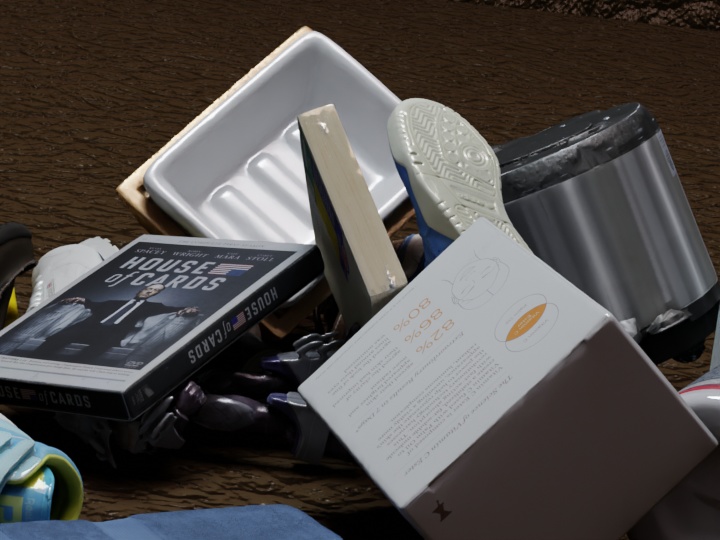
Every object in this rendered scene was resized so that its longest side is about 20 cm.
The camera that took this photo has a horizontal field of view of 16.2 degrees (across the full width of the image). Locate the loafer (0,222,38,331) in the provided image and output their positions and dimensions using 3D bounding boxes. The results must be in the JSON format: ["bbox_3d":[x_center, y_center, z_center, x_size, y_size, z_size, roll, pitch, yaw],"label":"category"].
[{"bbox_3d":[-0.264,0.033,1.639,0.073,0.071,0.200,-26,12,31],"label":"loafer"}]

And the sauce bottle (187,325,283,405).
[{"bbox_3d":[-0.108,0.041,1.694,0.065,0.065,0.200,-1,16,-28],"label":"sauce bottle"}]

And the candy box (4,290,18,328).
[{"bbox_3d":[-0.332,0.030,1.715,0.200,0.026,0.102,3,19,-12],"label":"candy box"}]

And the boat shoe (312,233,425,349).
[{"bbox_3d":[0.007,0.033,1.790,0.072,0.072,0.200,-9,15,20],"label":"boat shoe"}]

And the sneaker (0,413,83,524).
[{"bbox_3d":[-0.233,0.115,1.320,0.200,0.080,0.130,-8,17,-42],"label":"sneaker"}]

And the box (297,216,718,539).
[{"bbox_3d":[0.076,0.080,1.401,0.106,0.152,0.200,48,-1,-24],"label":"box"}]

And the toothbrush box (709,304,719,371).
[{"bbox_3d":[0.311,0.038,1.631,0.146,0.200,0.085,14,15,30],"label":"toothbrush box"}]

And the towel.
[{"bbox_3d":[-0.104,0.159,1.278,0.200,0.049,0.112,-2,17,-29],"label":"towel"}]

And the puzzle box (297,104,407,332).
[{"bbox_3d":[0.000,0.000,1.584,0.025,0.133,0.200,-19,-25,-6],"label":"puzzle box"}]

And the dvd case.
[{"bbox_3d":[-0.138,0.031,1.569,0.150,0.025,0.200,4,29,37],"label":"dvd case"}]

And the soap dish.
[{"bbox_3d":[-0.049,-0.057,1.767,0.157,0.081,0.200,41,63,11],"label":"soap dish"}]

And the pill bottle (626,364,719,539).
[{"bbox_3d":[0.237,0.109,1.482,0.119,0.120,0.200,13,16,24],"label":"pill bottle"}]

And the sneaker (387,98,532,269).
[{"bbox_3d":[0.054,-0.006,1.615,0.077,0.111,0.200,-9,59,-40],"label":"sneaker"}]

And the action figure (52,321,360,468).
[{"bbox_3d":[-0.096,0.078,1.550,0.200,0.070,0.130,-2,27,-8],"label":"action figure"}]

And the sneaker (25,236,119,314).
[{"bbox_3d":[-0.193,0.029,1.699,0.080,0.077,0.200,-10,19,-22],"label":"sneaker"}]

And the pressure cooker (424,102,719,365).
[{"bbox_3d":[0.152,0.005,1.716,0.176,0.200,0.178,-30,12,-40],"label":"pressure cooker"}]
